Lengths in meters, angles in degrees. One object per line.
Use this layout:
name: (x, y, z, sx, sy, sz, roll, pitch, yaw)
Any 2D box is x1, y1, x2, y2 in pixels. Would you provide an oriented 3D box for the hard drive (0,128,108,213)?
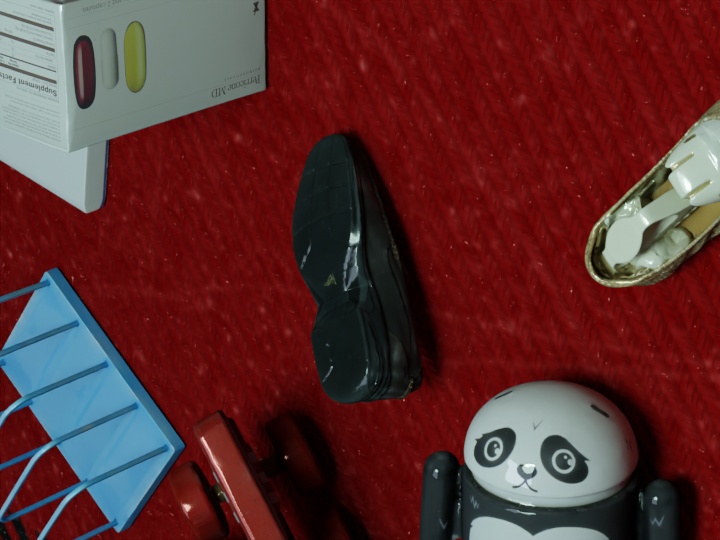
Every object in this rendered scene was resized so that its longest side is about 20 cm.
hard drive: (-0.286, -0.148, 1.902, 0.200, 0.025, 0.133, 30, 126, 34)

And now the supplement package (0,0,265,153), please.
supplement package: (-0.192, -0.179, 1.661, 0.155, 0.200, 0.111, 21, 121, 39)

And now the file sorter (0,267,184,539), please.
file sorter: (-0.275, 0.131, 1.939, 0.200, 0.122, 0.139, 52, 136, 16)

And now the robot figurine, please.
robot figurine: (0.129, 0.175, 1.537, 0.125, 0.149, 0.201, -138, 43, -58)

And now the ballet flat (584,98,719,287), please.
ballet flat: (0.207, -0.047, 1.408, 0.071, 0.065, 0.200, 53, 136, 16)

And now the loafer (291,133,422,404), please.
loafer: (0.000, 0.000, 1.639, 0.073, 0.072, 0.201, -18, 73, 44)

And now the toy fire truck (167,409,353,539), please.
toy fire truck: (-0.070, 0.200, 1.707, 0.201, 0.112, 0.168, 64, 180, 3)
